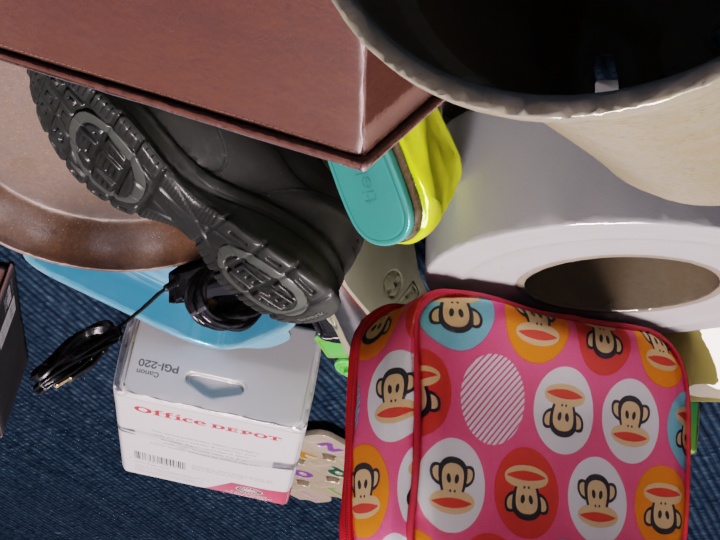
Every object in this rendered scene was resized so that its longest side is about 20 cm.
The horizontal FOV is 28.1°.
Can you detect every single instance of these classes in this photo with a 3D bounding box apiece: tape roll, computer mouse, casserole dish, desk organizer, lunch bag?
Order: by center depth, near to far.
[{"bbox_3d":[-0.066,-0.114,0.571,0.198,0.072,0.078,19,127,24],"label":"desk organizer"},{"bbox_3d":[0.131,-0.024,0.727,0.200,0.072,0.203,2,164,0],"label":"tape roll"},{"bbox_3d":[0.086,0.110,0.747,0.198,0.178,0.082,13,161,-33],"label":"lunch bag"},{"bbox_3d":[-0.113,0.024,0.858,0.058,0.199,0.034,-8,112,54],"label":"computer mouse"},{"bbox_3d":[-0.038,0.021,0.873,0.034,0.059,0.199,-13,167,36],"label":"computer mouse"},{"bbox_3d":[-0.130,-0.003,0.961,0.199,0.039,0.121,29,150,-30],"label":"casserole dish"},{"bbox_3d":[-0.313,0.058,1.124,0.076,0.072,0.200,15,154,-3],"label":"desk organizer"}]

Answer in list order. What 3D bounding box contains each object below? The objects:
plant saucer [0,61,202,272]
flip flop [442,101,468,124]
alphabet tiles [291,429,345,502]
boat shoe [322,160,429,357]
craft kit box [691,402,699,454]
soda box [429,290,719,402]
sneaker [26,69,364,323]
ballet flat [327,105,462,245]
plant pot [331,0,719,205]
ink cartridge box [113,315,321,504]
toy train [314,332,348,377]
[{"bbox_3d":[-0.147,-0.069,0.802,0.198,0.035,0.201,2,144,1],"label":"plant saucer"},{"bbox_3d":[-0.014,-0.095,0.700,0.198,0.058,0.081,22,153,-22],"label":"flip flop"},{"bbox_3d":[-0.011,0.186,1.324,0.199,0.015,0.195,-14,144,41],"label":"alphabet tiles"},{"bbox_3d":[0.000,0.000,0.827,0.062,0.071,0.201,6,131,46],"label":"boat shoe"},{"bbox_3d":[0.129,0.126,1.113,0.198,0.049,0.198,16,157,-9],"label":"craft kit box"},{"bbox_3d":[0.140,0.035,0.868,0.198,0.068,0.065,-2,116,25],"label":"soda box"},{"bbox_3d":[-0.078,-0.062,0.723,0.200,0.091,0.076,40,149,-13],"label":"sneaker"},{"bbox_3d":[-0.003,-0.109,0.640,0.066,0.067,0.202,-1,118,45],"label":"ballet flat"},{"bbox_3d":[0.107,-0.114,0.492,0.198,0.203,0.183,-2,163,25],"label":"plant pot"},{"bbox_3d":[-0.112,0.104,1.120,0.144,0.086,0.200,12,156,-2],"label":"ink cartridge box"},{"bbox_3d":[0.059,0.043,0.979,0.198,0.042,0.057,-4,140,29],"label":"toy train"}]
